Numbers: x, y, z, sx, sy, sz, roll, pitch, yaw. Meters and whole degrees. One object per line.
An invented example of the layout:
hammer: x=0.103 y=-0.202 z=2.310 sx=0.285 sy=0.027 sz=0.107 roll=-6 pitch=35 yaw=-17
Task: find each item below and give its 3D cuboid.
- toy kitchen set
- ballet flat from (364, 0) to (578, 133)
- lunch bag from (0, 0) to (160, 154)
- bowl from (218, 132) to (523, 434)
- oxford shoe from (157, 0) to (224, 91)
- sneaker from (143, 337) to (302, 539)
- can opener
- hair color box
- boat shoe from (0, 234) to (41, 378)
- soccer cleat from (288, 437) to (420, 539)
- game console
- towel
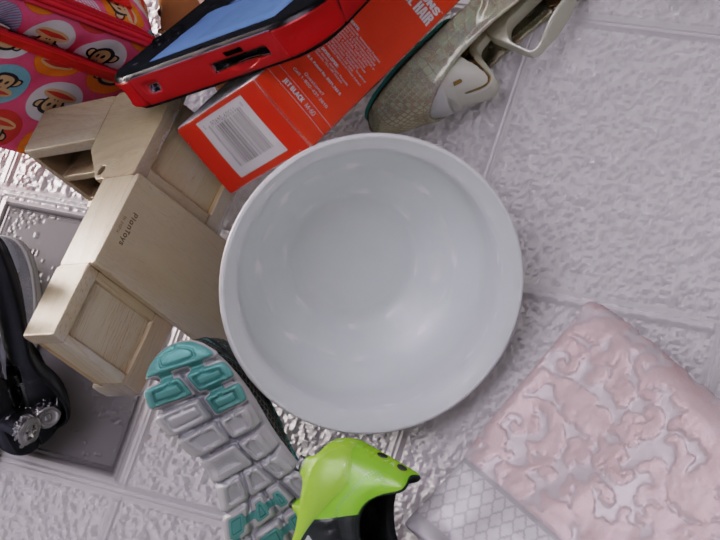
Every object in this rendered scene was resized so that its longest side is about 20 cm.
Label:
toy kitchen set: x=-0.158 y=0.003 z=1.538 sx=0.180 sy=0.163 sz=0.200 roll=-5 pitch=54 yaw=50
ballet flat: x=0.087 y=-0.156 z=1.506 sx=0.200 sy=0.067 sz=0.062 roll=-47 pitch=66 yaw=2
lunch bag: x=-0.247 y=-0.172 z=1.585 sx=0.176 sy=0.200 sz=0.082 roll=-39 pitch=54 yaw=29
bowl: x=0.000 y=0.000 z=1.435 sx=0.201 sy=0.201 sz=0.090 roll=-46 pitch=18 yaw=2
oxford shoe: x=-0.131 y=-0.200 z=1.631 sx=0.071 sy=0.071 sz=0.200 roll=-43 pitch=58 yaw=10
sneaker: x=-0.065 y=0.126 z=1.431 sx=0.077 sy=0.091 sz=0.200 roll=-24 pitch=99 yaw=12
can opener: x=-0.250 y=0.054 z=1.505 sx=0.063 sy=0.200 sz=0.079 roll=-34 pitch=53 yaw=-19
hair color box: x=-0.021 y=-0.145 z=1.476 sx=0.200 sy=0.064 sz=0.111 roll=-48 pitch=13 yaw=-33
boat shoe: x=-0.288 y=0.064 z=1.597 sx=0.074 sy=0.065 sz=0.203 roll=5 pitch=71 yaw=28
soccer cleat: x=-0.013 y=0.203 z=1.361 sx=0.081 sy=0.067 sz=0.201 roll=20 pitch=110 yaw=25
game console: x=-0.057 y=-0.178 z=1.444 sx=0.200 sy=0.031 sz=0.177 roll=-13 pitch=29 yaw=42
towel: x=0.149 y=0.143 z=1.315 sx=0.191 sy=0.032 sz=0.200 roll=-49 pitch=57 yaw=0
